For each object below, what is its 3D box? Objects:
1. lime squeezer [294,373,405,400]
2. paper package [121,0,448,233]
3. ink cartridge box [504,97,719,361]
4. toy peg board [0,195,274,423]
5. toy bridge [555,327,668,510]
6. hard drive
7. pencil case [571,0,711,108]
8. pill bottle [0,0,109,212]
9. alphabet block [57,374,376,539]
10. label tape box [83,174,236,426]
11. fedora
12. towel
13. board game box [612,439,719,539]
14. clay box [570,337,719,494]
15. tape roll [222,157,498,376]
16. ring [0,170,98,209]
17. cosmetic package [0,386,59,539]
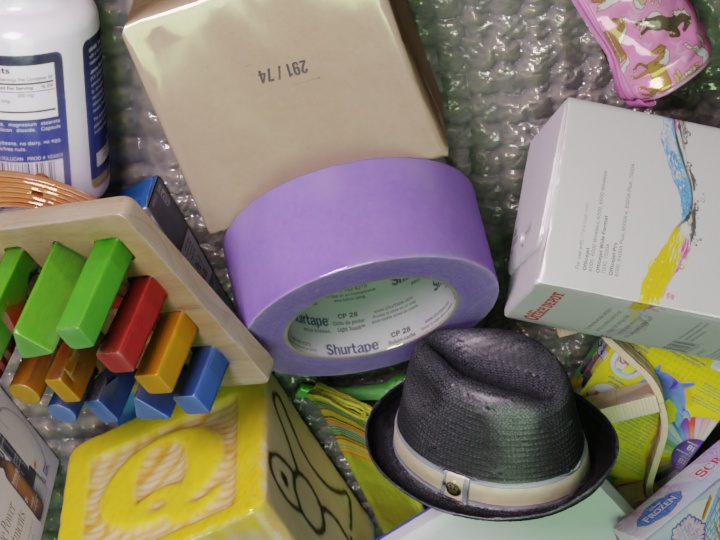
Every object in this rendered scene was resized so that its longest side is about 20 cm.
[{"bbox_3d":[0.048,0.126,1.796,0.199,0.038,0.071,27,115,-13],"label":"lime squeezer"},{"bbox_3d":[-0.053,-0.152,1.621,0.198,0.104,0.192,-18,115,9],"label":"paper package"},{"bbox_3d":[0.222,-0.027,1.626,0.198,0.147,0.146,11,78,-4],"label":"ink cartridge box"},{"bbox_3d":[-0.204,0.055,1.591,0.199,0.098,0.199,-5,138,35],"label":"toy peg board"},{"bbox_3d":[0.209,0.106,1.735,0.067,0.027,0.201,-14,115,10],"label":"toy bridge"},{"bbox_3d":[0.118,0.222,1.766,0.199,0.025,0.132,-33,119,20],"label":"hard drive"},{"bbox_3d":[0.184,-0.217,1.594,0.086,0.083,0.201,-28,114,16],"label":"pencil case"},{"bbox_3d":[-0.247,-0.151,1.620,0.110,0.111,0.202,0,117,1],"label":"pill bottle"},{"bbox_3d":[-0.112,0.233,1.756,0.195,0.196,0.201,-25,119,12],"label":"alphabet block"},{"bbox_3d":[-0.181,0.044,1.744,0.143,0.063,0.201,-23,114,13],"label":"label tape box"},{"bbox_3d":[0.099,0.101,1.651,0.198,0.201,0.092,-1,123,1],"label":"fedora"},{"bbox_3d":[0.021,0.180,1.791,0.018,0.086,0.201,-39,124,-21],"label":"towel"},{"bbox_3d":[0.318,0.237,1.786,0.199,0.041,0.201,-34,117,-23],"label":"board game box"},{"bbox_3d":[0.236,0.098,1.772,0.114,0.048,0.201,28,116,-11],"label":"clay box"},{"bbox_3d":[0.000,0.000,1.647,0.198,0.086,0.200,-12,155,-6],"label":"tape roll"},{"bbox_3d":[-0.237,-0.010,1.632,0.198,0.019,0.201,10,143,7],"label":"ring"},{"bbox_3d":[-0.312,0.160,1.729,0.051,0.200,0.151,-31,113,15],"label":"cosmetic package"}]
